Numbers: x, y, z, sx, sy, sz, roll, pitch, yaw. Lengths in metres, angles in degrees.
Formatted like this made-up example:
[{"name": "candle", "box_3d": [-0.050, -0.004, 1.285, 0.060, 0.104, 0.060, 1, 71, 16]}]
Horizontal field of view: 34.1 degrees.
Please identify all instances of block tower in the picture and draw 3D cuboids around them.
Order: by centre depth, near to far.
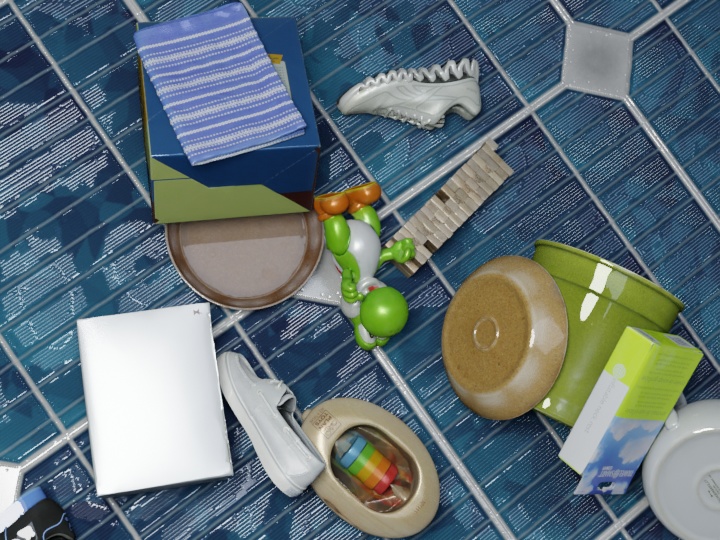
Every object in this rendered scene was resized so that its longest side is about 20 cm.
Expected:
[{"name": "block tower", "box_3d": [0.115, -0.081, 1.515, 0.058, 0.054, 0.200, 43, 75, 0]}]

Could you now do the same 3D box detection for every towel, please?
[{"name": "towel", "box_3d": [-0.162, -0.218, 1.339, 0.144, 0.024, 0.201, -19, 63, -19]}]

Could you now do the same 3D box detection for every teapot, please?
[{"name": "teapot", "box_3d": [0.442, 0.236, 1.467, 0.195, 0.146, 0.202, 7, 111, 10]}]

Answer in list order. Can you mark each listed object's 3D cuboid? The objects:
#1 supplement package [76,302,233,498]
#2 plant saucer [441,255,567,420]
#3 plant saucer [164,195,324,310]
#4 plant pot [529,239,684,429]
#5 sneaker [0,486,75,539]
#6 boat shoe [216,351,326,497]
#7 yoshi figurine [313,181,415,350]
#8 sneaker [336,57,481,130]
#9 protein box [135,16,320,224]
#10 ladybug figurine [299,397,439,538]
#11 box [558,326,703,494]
[{"name": "supplement package", "box_3d": [-0.241, 0.153, 1.368, 0.154, 0.111, 0.202, -7, 79, -12]}, {"name": "plant saucer", "box_3d": [0.161, 0.078, 1.421, 0.035, 0.199, 0.203, 12, 74, -41]}, {"name": "plant saucer", "box_3d": [-0.145, -0.047, 1.469, 0.198, 0.034, 0.203, 2, 79, -10]}, {"name": "plant pot", "box_3d": [0.269, 0.093, 1.449, 0.199, 0.200, 0.194, 25, 86, -5]}, {"name": "sneaker", "box_3d": [-0.413, 0.337, 1.318, 0.200, 0.070, 0.078, -42, 82, -17]}, {"name": "boat shoe", "box_3d": [-0.104, 0.167, 1.380, 0.068, 0.072, 0.201, -38, 55, 9]}, {"name": "yoshi figurine", "box_3d": [0.013, -0.002, 1.426, 0.111, 0.112, 0.202, -12, 98, 8]}, {"name": "sneaker", "box_3d": [0.068, -0.222, 1.530, 0.198, 0.075, 0.082, -11, 89, -12]}, {"name": "protein box", "box_3d": [-0.163, -0.183, 1.412, 0.196, 0.135, 0.202, -5, 59, -12]}, {"name": "ladybug figurine", "box_3d": [0.006, 0.237, 1.417, 0.200, 0.072, 0.136, 44, 75, 0]}, {"name": "box", "box_3d": [0.314, 0.168, 1.381, 0.121, 0.048, 0.201, 11, 110, -46]}]
